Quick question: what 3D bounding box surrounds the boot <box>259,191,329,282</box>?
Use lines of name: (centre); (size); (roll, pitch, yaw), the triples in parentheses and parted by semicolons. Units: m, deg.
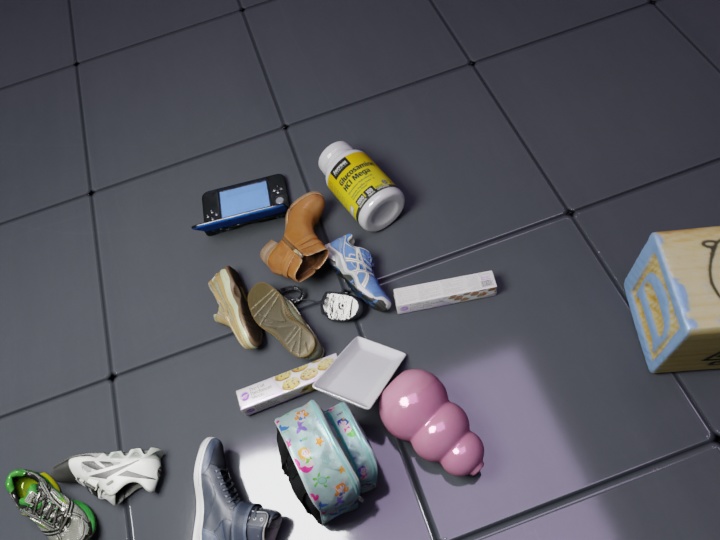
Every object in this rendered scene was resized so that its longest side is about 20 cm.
boot: (-0.108, -0.067, 1.201); (0.200, 0.074, 0.155); (-55, 38, -7)

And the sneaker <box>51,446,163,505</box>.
sneaker: (-0.454, 0.370, 1.032); (0.200, 0.074, 0.089); (-8, 58, 4)

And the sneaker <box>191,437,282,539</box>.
sneaker: (-0.205, 0.379, 0.981); (0.146, 0.077, 0.203); (-11, 69, 15)

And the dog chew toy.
dog chew toy: (0.126, 0.263, 0.988); (0.125, 0.125, 0.200); (-42, 71, -15)

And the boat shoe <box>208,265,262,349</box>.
boat shoe: (-0.259, 0.086, 1.177); (0.076, 0.072, 0.200); (-33, 53, 6)

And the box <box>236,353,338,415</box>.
box: (-0.128, 0.212, 1.086); (0.200, 0.039, 0.041); (-20, 60, -3)

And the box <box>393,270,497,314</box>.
box: (0.166, 0.043, 1.148); (0.200, 0.039, 0.041); (-12, 58, 1)

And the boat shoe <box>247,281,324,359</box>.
boat shoe: (-0.148, 0.101, 1.151); (0.201, 0.063, 0.073); (39, 89, 28)

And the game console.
game console: (-0.262, -0.154, 1.276); (0.200, 0.118, 0.171); (-14, 60, 0)

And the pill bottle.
pill bottle: (-0.004, -0.187, 1.261); (0.112, 0.112, 0.200); (-34, 61, -11)

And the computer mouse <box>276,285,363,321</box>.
computer mouse: (-0.086, 0.065, 1.181); (0.200, 0.034, 0.059); (9, 87, 18)

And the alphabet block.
alphabet block: (0.596, 0.051, 0.993); (0.200, 0.196, 0.196); (-6, 62, 5)

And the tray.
tray: (0.002, 0.184, 1.046); (0.107, 0.022, 0.200); (17, 25, 17)

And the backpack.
backpack: (-0.058, 0.302, 0.942); (0.150, 0.200, 0.178); (-27, 60, -8)

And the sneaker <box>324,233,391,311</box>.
sneaker: (0.000, 0.000, 1.175); (0.077, 0.076, 0.200); (-38, 64, -8)

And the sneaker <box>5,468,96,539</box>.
sneaker: (-0.545, 0.418, 1.012); (0.200, 0.085, 0.078); (26, 67, 20)
